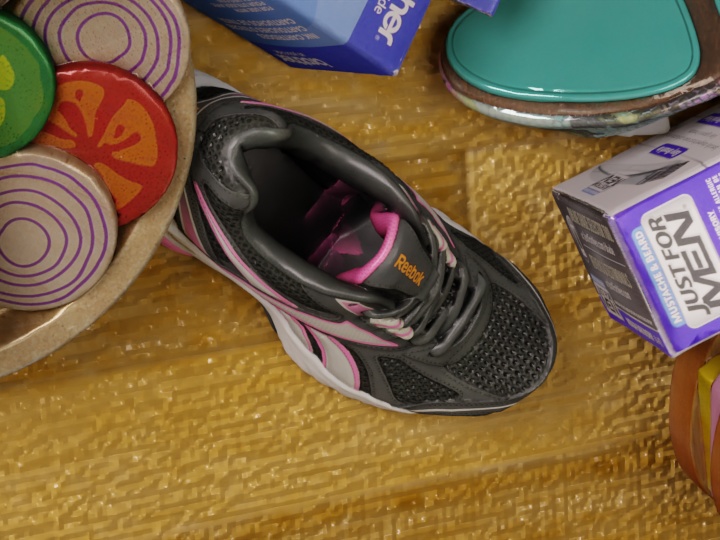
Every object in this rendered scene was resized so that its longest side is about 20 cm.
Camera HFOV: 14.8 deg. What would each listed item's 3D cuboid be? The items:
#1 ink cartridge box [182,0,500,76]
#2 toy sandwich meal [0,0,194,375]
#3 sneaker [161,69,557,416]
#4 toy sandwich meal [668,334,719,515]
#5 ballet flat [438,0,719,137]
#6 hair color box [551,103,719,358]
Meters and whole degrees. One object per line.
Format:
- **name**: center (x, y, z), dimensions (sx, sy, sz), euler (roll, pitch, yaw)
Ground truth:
- **ink cartridge box**: center (-0.027, -0.157, 0.958), dimensions (0.200, 0.076, 0.137), euler (29, 81, -33)
- **toy sandwich meal**: center (-0.144, -0.037, 0.867), dimensions (0.204, 0.070, 0.206), euler (-7, 114, -16)
- **sneaker**: center (0.000, 0.000, 0.989), dimensions (0.199, 0.086, 0.081), euler (28, 84, -33)
- **toy sandwich meal**: center (0.209, 0.030, 1.114), dimensions (0.205, 0.070, 0.206), euler (-34, 144, -29)
- **ballet flat**: center (0.131, -0.089, 1.048), dimensions (0.199, 0.071, 0.069), euler (-17, 65, 5)
- **hair color box**: center (0.180, -0.044, 1.041), dimensions (0.199, 0.109, 0.065), euler (-25, 99, -3)
